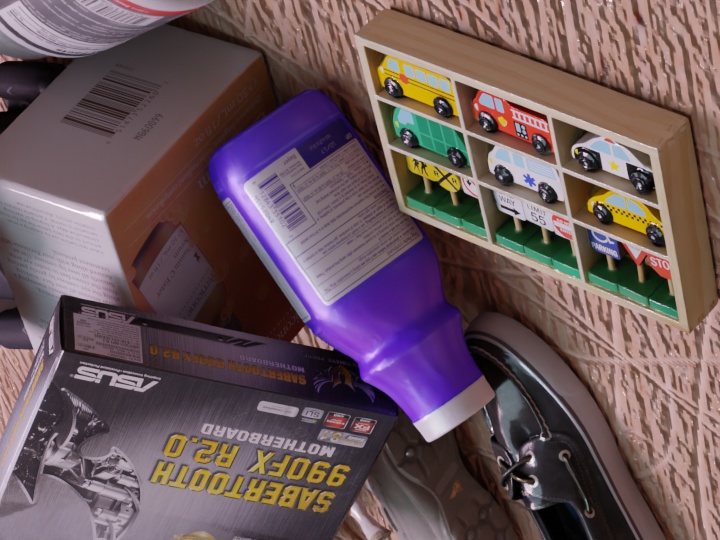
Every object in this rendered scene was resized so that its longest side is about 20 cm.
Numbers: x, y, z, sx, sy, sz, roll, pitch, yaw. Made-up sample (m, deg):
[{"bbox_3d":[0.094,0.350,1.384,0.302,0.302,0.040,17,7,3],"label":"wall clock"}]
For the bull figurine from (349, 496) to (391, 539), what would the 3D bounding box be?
[{"bbox_3d":[-0.041,0.146,1.738,0.122,0.065,0.200,57,165,13],"label":"bull figurine"}]

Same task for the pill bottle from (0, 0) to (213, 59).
[{"bbox_3d":[-0.145,-0.178,1.425,0.116,0.116,0.200,54,152,-13],"label":"pill bottle"}]

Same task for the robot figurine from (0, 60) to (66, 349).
[{"bbox_3d":[-0.211,-0.041,1.684,0.200,0.125,0.150,4,133,53],"label":"robot figurine"}]

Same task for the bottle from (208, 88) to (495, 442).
[{"bbox_3d":[0.000,0.000,1.466,0.200,0.083,0.065,55,164,-1],"label":"bottle"}]

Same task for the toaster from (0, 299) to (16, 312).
[{"bbox_3d":[-0.328,-0.019,1.885,0.181,0.119,0.200,45,153,6],"label":"toaster"}]

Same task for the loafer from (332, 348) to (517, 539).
[{"bbox_3d":[0.026,0.118,1.617,0.070,0.070,0.200,2,130,43],"label":"loafer"}]

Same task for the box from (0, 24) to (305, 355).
[{"bbox_3d":[-0.119,-0.020,1.545,0.106,0.152,0.200,18,142,31],"label":"box"}]

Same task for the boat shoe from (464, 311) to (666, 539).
[{"bbox_3d":[0.111,0.116,1.507,0.069,0.057,0.200,-8,119,56],"label":"boat shoe"}]

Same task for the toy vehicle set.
[{"bbox_3d":[0.089,-0.052,1.354,0.200,0.027,0.125,24,145,37],"label":"toy vehicle set"}]

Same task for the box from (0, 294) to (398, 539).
[{"bbox_3d":[-0.099,0.103,1.504,0.199,0.048,0.159,13,128,-19],"label":"box"}]
